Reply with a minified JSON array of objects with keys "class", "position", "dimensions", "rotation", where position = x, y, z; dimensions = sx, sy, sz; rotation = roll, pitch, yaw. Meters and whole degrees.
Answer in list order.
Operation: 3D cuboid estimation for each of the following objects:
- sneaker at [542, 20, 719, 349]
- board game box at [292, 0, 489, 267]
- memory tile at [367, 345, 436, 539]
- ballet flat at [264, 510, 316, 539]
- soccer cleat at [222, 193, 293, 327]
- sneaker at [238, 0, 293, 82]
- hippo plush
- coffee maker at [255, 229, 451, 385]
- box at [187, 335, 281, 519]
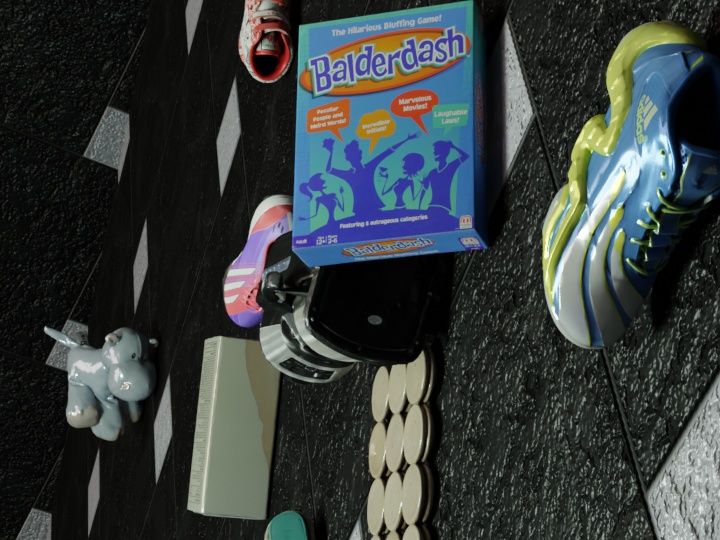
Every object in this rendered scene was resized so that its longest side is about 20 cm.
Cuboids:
[{"class":"sneaker","position":[0.162,-0.043,1.014],"dimensions":[0.105,0.075,0.201],"rotation":[-138,57,-71]},{"class":"board game box","position":[0.025,-0.109,1.404],"dimensions":[0.045,0.152,0.201],"rotation":[47,-141,-62]},{"class":"memory tile","position":[0.035,0.170,1.486],"dimensions":[0.153,0.017,0.201],"rotation":[140,135,-68]},{"class":"ballet flat","position":[-0.056,0.323,1.691],"dimensions":[0.062,0.067,0.200],"rotation":[73,-169,-47]},{"class":"soccer cleat","position":[-0.108,0.005,1.984],"dimensions":[0.073,0.068,0.200],"rotation":[-104,28,-42]},{"class":"sneaker","position":[-0.105,-0.327,2.116],"dimensions":[0.108,0.067,0.202],"rotation":[-112,29,-58]},{"class":"hippo plush","position":[-0.383,0.158,2.830],"dimensions":[0.161,0.159,0.201],"rotation":[-30,65,33]},{"class":"coffee maker","position":[0.000,0.000,1.526],"dimensions":[0.192,0.135,0.200],"rotation":[-51,9,-17]},{"class":"box","position":[-0.143,0.179,2.000],"dimensions":[0.095,0.077,0.201],"rotation":[167,109,-74]}]
